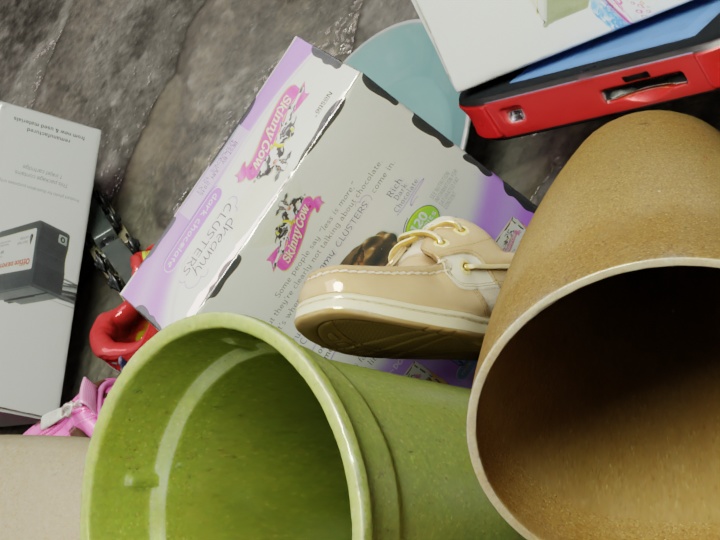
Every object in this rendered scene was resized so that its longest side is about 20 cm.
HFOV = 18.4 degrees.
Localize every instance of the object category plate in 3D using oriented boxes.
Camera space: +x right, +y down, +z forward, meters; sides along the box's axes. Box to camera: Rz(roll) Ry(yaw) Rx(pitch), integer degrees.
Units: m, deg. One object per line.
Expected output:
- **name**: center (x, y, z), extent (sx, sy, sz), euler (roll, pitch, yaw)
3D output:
- **plate**: center (0.009, -0.056, 1.339), extent (0.200, 0.026, 0.201), euler (-35, 43, 40)

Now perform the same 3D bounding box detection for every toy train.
- **toy train**: center (-0.174, -0.023, 1.508), extent (0.034, 0.046, 0.200), euler (-31, 36, -7)

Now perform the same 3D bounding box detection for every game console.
- **game console**: center (0.163, -0.134, 1.184), extent (0.199, 0.031, 0.177), euler (-10, 27, 42)

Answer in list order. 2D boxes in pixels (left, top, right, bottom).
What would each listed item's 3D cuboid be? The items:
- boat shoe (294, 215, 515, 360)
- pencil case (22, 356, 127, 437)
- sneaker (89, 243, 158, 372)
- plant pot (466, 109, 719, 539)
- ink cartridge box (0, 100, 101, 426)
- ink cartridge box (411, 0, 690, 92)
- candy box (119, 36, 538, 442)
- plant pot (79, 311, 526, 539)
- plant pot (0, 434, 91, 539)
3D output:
- **boat shoe**: center (0.044, 0.007, 1.132), extent (0.074, 0.200, 0.070), euler (-15, 75, 43)
- **pencil case**: center (-0.202, 0.145, 1.382), extent (0.200, 0.094, 0.091), euler (-38, 42, 22)
- **sneaker**: center (-0.097, 0.004, 1.352), extent (0.200, 0.085, 0.077), euler (-47, 37, 32)
- **plant pot**: center (0.147, 0.015, 1.067), extent (0.186, 0.186, 0.200), euler (-34, 26, 25)
- **ink cartridge box**: center (-0.253, 0.001, 1.495), extent (0.145, 0.083, 0.201), euler (-10, 69, 55)
- **ink cartridge box**: center (0.132, -0.184, 1.195), extent (0.199, 0.085, 0.145), euler (-19, 16, 20)
- **candy box**: center (0.000, 0.000, 1.188), extent (0.168, 0.200, 0.072), euler (-55, 38, 1)
- **plant pot**: center (-0.006, 0.124, 1.096), extent (0.200, 0.184, 0.201), euler (-4, 84, 45)
- **plant pot**: center (-0.140, 0.200, 1.216), extent (0.176, 0.200, 0.201), euler (-17, 52, 24)
